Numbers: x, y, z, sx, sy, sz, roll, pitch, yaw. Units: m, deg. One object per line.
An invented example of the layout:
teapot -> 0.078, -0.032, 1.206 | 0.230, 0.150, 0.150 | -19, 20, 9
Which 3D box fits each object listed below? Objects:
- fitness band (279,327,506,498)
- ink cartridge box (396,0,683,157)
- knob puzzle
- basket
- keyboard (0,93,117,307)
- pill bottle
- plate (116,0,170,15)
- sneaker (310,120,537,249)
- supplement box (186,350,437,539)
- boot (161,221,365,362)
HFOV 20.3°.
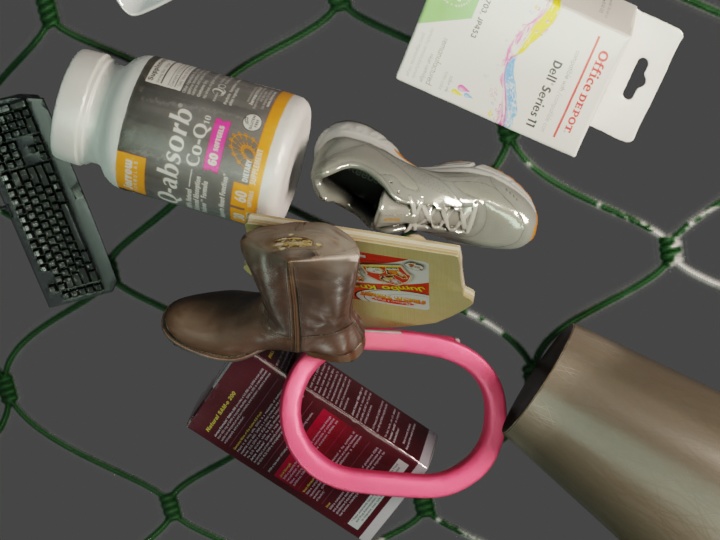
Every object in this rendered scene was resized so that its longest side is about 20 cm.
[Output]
fitness band -> 0.028, 0.124, 1.747 | 0.198, 0.037, 0.145 | 6, 93, -5
ink cartridge box -> 0.143, -0.172, 1.588 | 0.199, 0.067, 0.118 | 23, 120, 1
knob puzzle -> 0.000, 0.000, 1.684 | 0.218, 0.031, 0.220 | 9, 158, 4
basket -> 0.233, 0.145, 1.702 | 0.199, 0.136, 0.181 | 34, 116, -1
keyboard -> -0.305, -0.057, 1.789 | 0.126, 0.021, 0.201 | -12, 113, 19
pill bottle -> -0.148, -0.112, 1.664 | 0.198, 0.117, 0.117 | 15, 120, 5
plate -> -0.150, -0.327, 1.598 | 0.199, 0.032, 0.201 | -21, 112, 23
sneaker -> 0.048, -0.052, 1.661 | 0.198, 0.092, 0.076 | 18, 120, 3
supplement box -> -0.043, 0.144, 1.807 | 0.199, 0.061, 0.109 | 34, 119, -6
boot -> -0.086, 0.013, 1.635 | 0.184, 0.065, 0.200 | 2, 158, 6
